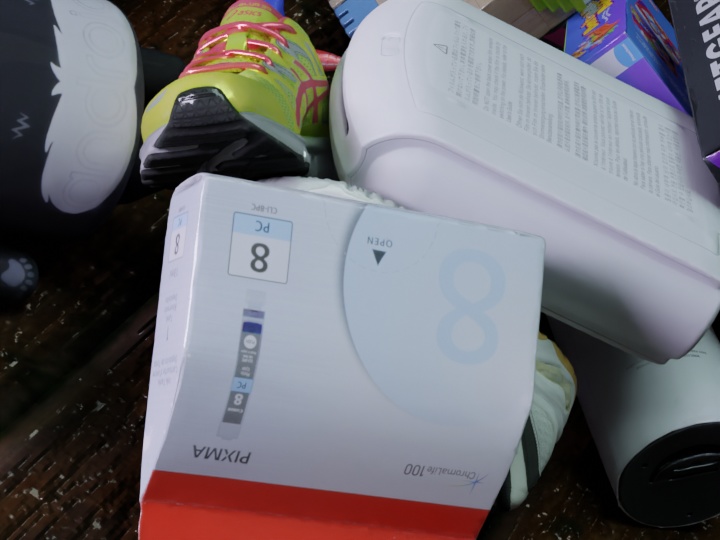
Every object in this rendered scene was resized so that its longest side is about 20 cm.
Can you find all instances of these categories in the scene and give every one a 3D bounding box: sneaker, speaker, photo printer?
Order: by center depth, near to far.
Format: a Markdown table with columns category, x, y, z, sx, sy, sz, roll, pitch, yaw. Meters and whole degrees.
| category | x | y | z | sx | sy | sz | roll | pitch | yaw |
| --- | --- | --- | --- | --- | --- | --- | --- | --- | --- |
| sneaker | 0.016 | 0.037 | 0.865 | 0.200 | 0.076 | 0.088 | 36 | 57 | -20 |
| sneaker | -0.057 | -0.083 | 0.886 | 0.078 | 0.091 | 0.200 | -3 | 0 | 7 |
| photo printer | 0.078 | -0.054 | 0.929 | 0.199 | 0.070 | 0.167 | 25 | 32 | -11 |
| speaker | 0.144 | 0.035 | 1.001 | 0.081 | 0.081 | 0.201 | 9 | 39 | -24 |

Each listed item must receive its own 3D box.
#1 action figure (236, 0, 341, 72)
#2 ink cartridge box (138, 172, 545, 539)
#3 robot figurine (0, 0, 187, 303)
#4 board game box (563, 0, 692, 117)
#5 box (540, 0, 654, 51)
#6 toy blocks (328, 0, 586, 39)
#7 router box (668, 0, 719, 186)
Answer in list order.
| category | x | y | z | sx | sy | sz | roll | pitch | yaw |
| --- | --- | --- | --- | --- | --- | --- | --- | --- | --- |
| action figure | -0.031 | -0.127 | 1.097 | 0.098 | 0.066 | 0.201 | 10 | 38 | -5 |
| ink cartridge box | -0.008 | 0.072 | 0.789 | 0.159 | 0.047 | 0.201 | 10 | 78 | -24 |
| robot figurine | -0.181 | -0.078 | 0.892 | 0.199 | 0.125 | 0.151 | 7 | 39 | -33 |
| board game box | 0.194 | -0.068 | 1.101 | 0.200 | 0.045 | 0.135 | 50 | 21 | -14 |
| box | 0.154 | -0.233 | 1.315 | 0.122 | 0.106 | 0.200 | 26 | 35 | 1 |
| toy blocks | 0.040 | -0.180 | 1.160 | 0.100 | 0.136 | 0.201 | 42 | 16 | -49 |
| router box | 0.224 | -0.063 | 1.002 | 0.149 | 0.051 | 0.200 | 52 | 22 | -26 |
